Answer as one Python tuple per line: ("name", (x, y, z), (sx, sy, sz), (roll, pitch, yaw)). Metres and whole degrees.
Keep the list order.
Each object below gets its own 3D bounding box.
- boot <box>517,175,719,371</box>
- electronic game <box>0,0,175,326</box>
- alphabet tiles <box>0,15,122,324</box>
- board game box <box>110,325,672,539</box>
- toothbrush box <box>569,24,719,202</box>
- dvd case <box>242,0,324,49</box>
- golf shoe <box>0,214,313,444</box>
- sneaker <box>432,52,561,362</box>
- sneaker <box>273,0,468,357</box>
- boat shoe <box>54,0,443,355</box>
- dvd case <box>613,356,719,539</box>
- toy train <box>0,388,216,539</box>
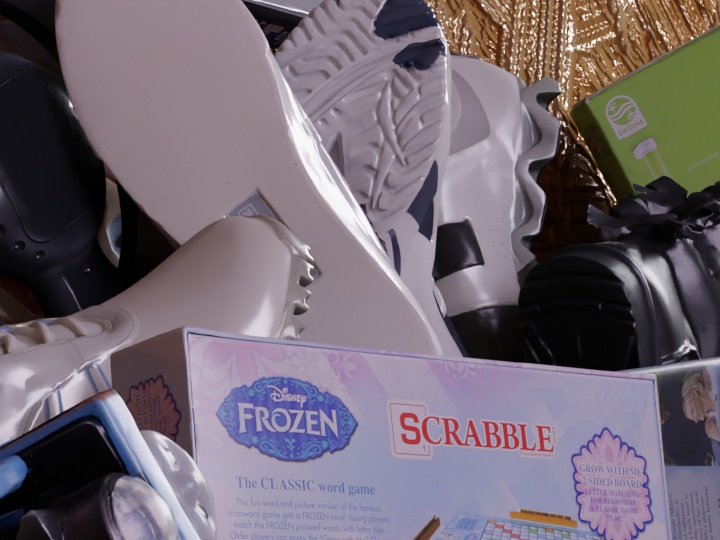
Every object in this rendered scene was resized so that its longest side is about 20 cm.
("boot", (0.129, 0.060, 1.171), (0.162, 0.073, 0.198), (-23, 110, -57))
("electronic game", (-0.120, -0.035, 0.958), (0.200, 0.042, 0.200), (32, 48, -43))
("alphabet tiles", (-0.103, -0.054, 1.036), (0.196, 0.015, 0.200), (36, 46, -34))
("board game box", (0.019, 0.125, 0.862), (0.200, 0.041, 0.200), (8, 72, -40))
("toothbrush box", (0.182, -0.009, 1.318), (0.200, 0.086, 0.146), (63, 2, 1))
("dvd case", (-0.071, -0.150, 1.119), (0.150, 0.025, 0.200), (55, 21, 19))
("golf shoe", (-0.097, 0.041, 0.873), (0.200, 0.078, 0.097), (-50, 117, -22))
("sneaker", (0.027, -0.003, 1.174), (0.088, 0.074, 0.200), (18, 57, -19))
("sneaker", (0.000, 0.000, 1.081), (0.130, 0.079, 0.199), (63, 27, -73))
("boat shoe", (-0.036, -0.028, 0.978), (0.200, 0.072, 0.069), (50, -2, 3))
("dvd case", (0.131, 0.106, 1.085), (0.200, 0.018, 0.143), (-4, 87, -55))
("toy train", (-0.123, 0.100, 0.763), (0.087, 0.200, 0.114), (59, 21, -3))
